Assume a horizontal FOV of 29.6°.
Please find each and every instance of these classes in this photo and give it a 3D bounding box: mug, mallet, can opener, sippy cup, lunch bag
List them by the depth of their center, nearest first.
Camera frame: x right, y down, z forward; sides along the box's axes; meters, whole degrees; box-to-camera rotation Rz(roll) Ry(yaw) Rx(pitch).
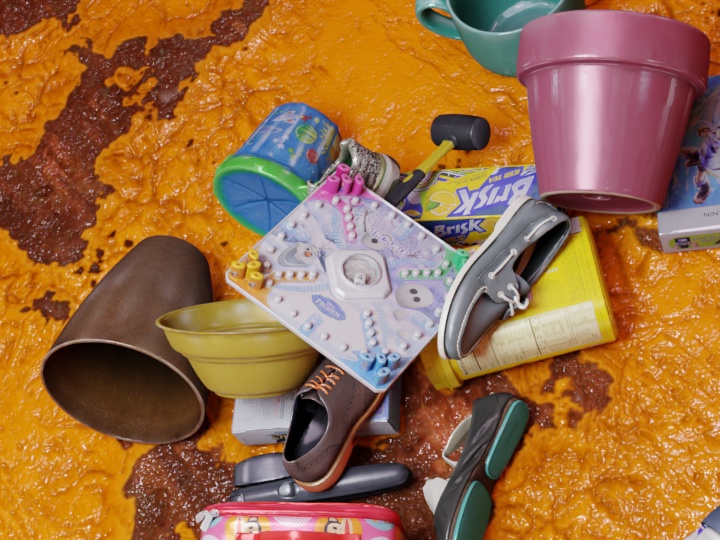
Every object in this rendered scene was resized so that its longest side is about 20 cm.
[{"bbox_3d":[-0.057,0.270,1.329,0.199,0.176,0.082,1,73,5],"label":"lunch bag"},{"bbox_3d":[-0.044,0.226,1.435,0.199,0.063,0.079,-8,82,16],"label":"can opener"},{"bbox_3d":[0.077,-0.111,1.507,0.066,0.041,0.200,3,39,35],"label":"mallet"},{"bbox_3d":[0.178,-0.312,1.621,0.185,0.114,0.152,34,79,34],"label":"mug"},{"bbox_3d":[-0.087,-0.124,1.621,0.177,0.140,0.131,21,60,11],"label":"sippy cup"}]

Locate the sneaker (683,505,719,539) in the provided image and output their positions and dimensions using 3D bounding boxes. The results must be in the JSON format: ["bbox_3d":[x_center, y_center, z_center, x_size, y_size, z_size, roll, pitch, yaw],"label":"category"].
[{"bbox_3d":[0.353,0.212,1.271,0.146,0.081,0.200,-21,62,5],"label":"sneaker"}]

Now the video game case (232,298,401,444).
[{"bbox_3d":[-0.043,0.089,1.516,0.181,0.045,0.200,-7,60,20],"label":"video game case"}]

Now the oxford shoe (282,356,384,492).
[{"bbox_3d":[-0.024,0.126,1.407,0.071,0.073,0.200,9,66,27],"label":"oxford shoe"}]

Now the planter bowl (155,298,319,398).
[{"bbox_3d":[-0.112,0.085,1.434,0.200,0.200,0.084,1,100,23],"label":"planter bowl"}]

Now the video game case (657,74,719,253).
[{"bbox_3d":[0.409,-0.123,1.461,0.181,0.045,0.200,-6,60,18],"label":"video game case"}]

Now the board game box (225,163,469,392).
[{"bbox_3d":[0.000,0.000,1.382,0.200,0.026,0.200,35,54,13],"label":"board game box"}]

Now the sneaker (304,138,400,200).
[{"bbox_3d":[-0.043,-0.063,1.505,0.077,0.089,0.200,23,78,48],"label":"sneaker"}]

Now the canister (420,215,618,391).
[{"bbox_3d":[0.160,0.033,1.450,0.200,0.087,0.149,-16,58,12],"label":"canister"}]

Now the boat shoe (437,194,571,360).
[{"bbox_3d":[0.146,0.010,1.376,0.062,0.073,0.200,21,65,32],"label":"boat shoe"}]

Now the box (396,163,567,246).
[{"bbox_3d":[0.130,-0.072,1.535,0.199,0.064,0.070,-2,62,21],"label":"box"}]

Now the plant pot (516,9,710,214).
[{"bbox_3d":[0.258,-0.157,1.426,0.200,0.200,0.180,4,84,24],"label":"plant pot"}]

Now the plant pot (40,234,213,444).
[{"bbox_3d":[-0.241,0.063,1.559,0.186,0.187,0.200,-3,46,20],"label":"plant pot"}]

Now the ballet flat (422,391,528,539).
[{"bbox_3d":[0.109,0.212,1.387,0.068,0.068,0.200,5,54,35],"label":"ballet flat"}]
